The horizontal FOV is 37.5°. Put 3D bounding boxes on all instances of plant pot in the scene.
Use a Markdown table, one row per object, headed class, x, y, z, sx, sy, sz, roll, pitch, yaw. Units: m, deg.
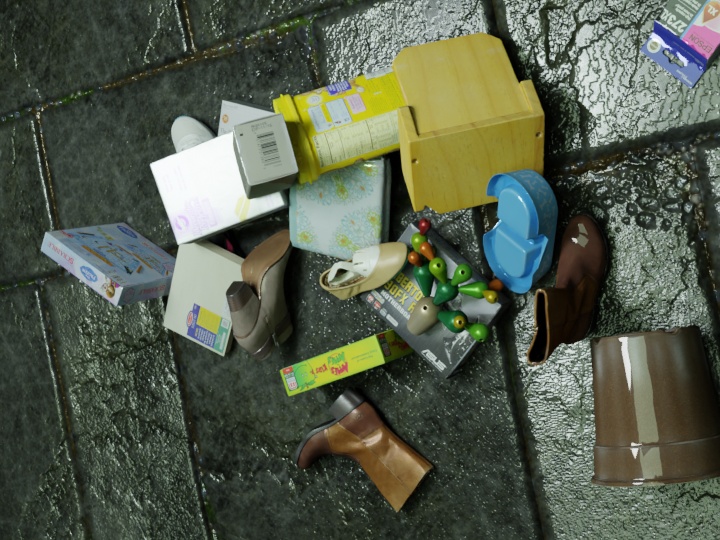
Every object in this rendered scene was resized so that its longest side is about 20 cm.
| class | x | y | z | sx | sy | sz | roll | pitch | yaw |
| --- | --- | --- | --- | --- | --- | --- | --- | --- | --- |
| plant pot | 0.403 | 0.181 | 1.454 | 0.199 | 0.200 | 0.200 | -9 | 84 | 31 |

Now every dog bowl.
| class | x | y | z | sx | sy | sz | roll | pitch | yaw |
| --- | --- | --- | --- | --- | --- | --- | --- | --- | --- |
| dog bowl | 0.235 | -0.060 | 1.545 | 0.111 | 0.049 | 0.201 | 43 | 148 | 38 |

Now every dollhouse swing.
| class | x | y | z | sx | sy | sz | roll | pitch | yaw |
| --- | --- | --- | --- | --- | --- | --- | --- | --- | --- |
| dollhouse swing | 0.148 | -0.219 | 1.568 | 0.177 | 0.198 | 0.183 | -109 | 8 | -47 |

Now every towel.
| class | x | y | z | sx | sy | sz | roll | pitch | yaw |
| --- | --- | --- | --- | --- | --- | --- | --- | --- | --- |
| towel | -0.034 | -0.110 | 1.715 | 0.170 | 0.048 | 0.202 | 16 | 123 | 24 |

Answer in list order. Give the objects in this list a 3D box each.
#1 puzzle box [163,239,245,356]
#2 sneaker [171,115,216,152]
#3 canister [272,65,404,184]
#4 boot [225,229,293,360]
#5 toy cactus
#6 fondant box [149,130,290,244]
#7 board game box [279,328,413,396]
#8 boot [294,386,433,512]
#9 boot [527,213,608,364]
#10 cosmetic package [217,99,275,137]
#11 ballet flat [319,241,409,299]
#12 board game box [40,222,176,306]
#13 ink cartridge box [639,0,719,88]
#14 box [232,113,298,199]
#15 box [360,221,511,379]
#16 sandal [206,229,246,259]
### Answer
| class | x | y | z | sx | sy | sz | roll | pitch | yaw |
| --- | --- | --- | --- | --- | --- | --- | --- | --- | --- |
| puzzle box | -0.274 | 0.044 | 1.881 | 0.132 | 0.025 | 0.201 | 25 | 123 | 11 |
| sneaker | -0.280 | -0.184 | 1.855 | 0.076 | 0.081 | 0.201 | -28 | 78 | 13 |
| canister | -0.019 | -0.227 | 1.630 | 0.198 | 0.087 | 0.149 | -18 | 51 | -6 |
| boot | -0.153 | 0.047 | 1.812 | 0.070 | 0.200 | 0.147 | 10 | 137 | 42 |
| toy cactus | 0.124 | 0.035 | 1.607 | 0.200 | 0.102 | 0.165 | 50 | 135 | 13 |
| fondant box | -0.231 | -0.143 | 1.766 | 0.198 | 0.058 | 0.145 | -20 | 91 | 12 |
| board game box | -0.023 | 0.149 | 1.744 | 0.199 | 0.101 | 0.048 | -22 | 85 | 31 |
| boot | 0.003 | 0.325 | 1.791 | 0.200 | 0.068 | 0.189 | 44 | 108 | 10 |
| boot | 0.278 | 0.021 | 1.483 | 0.068 | 0.199 | 0.190 | 15 | 104 | 29 |
| cosmetic package | -0.149 | -0.231 | 1.800 | 0.199 | 0.051 | 0.083 | 17 | 104 | 28 |
| ballet flat | 0.000 | 0.000 | 1.680 | 0.200 | 0.063 | 0.069 | -32 | 43 | 51 |
| board game box | -0.432 | -0.015 | 1.910 | 0.199 | 0.199 | 0.041 | 33 | 112 | 24 |
| ink cartridge box | 0.468 | -0.355 | 1.428 | 0.095 | 0.037 | 0.201 | 42 | 117 | 19 |
| box | -0.148 | -0.170 | 1.619 | 0.077 | 0.200 | 0.096 | -16 | 91 | -7 |
| box | 0.116 | 0.046 | 1.679 | 0.200 | 0.048 | 0.159 | 44 | 116 | 18 |
| sandal | -0.247 | -0.032 | 1.887 | 0.075 | 0.045 | 0.201 | -27 | 82 | 29 |
